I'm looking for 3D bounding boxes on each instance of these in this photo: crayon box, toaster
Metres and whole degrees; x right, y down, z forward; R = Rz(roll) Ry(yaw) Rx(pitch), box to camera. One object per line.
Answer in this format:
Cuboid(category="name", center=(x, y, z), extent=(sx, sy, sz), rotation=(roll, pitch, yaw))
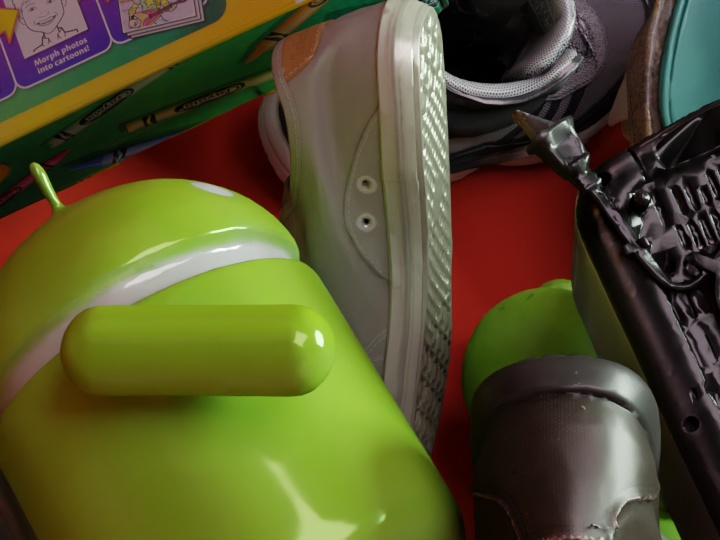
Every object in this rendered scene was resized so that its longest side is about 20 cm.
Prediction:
Cuboid(category="crayon box", center=(-0.085, -0.107, 0.858), extent=(0.200, 0.058, 0.119), rotation=(-24, 71, 7))
Cuboid(category="toaster", center=(0.168, 0.018, 0.782), extent=(0.180, 0.119, 0.200), rotation=(-23, 78, -5))

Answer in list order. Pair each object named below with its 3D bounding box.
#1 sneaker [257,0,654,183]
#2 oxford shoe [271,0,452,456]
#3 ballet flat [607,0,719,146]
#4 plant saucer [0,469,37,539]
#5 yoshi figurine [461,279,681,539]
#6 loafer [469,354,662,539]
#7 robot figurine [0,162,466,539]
Cuboid(category="sneaker", center=(0.063, -0.086, 0.955), extent=(0.200, 0.114, 0.076), rotation=(-23, 83, -35))
Cuboid(category="oxford shoe", center=(0.000, 0.000, 0.849), extent=(0.058, 0.201, 0.075), rotation=(2, 30, 10))
Cuboid(category="ballet flat", center=(0.123, -0.038, 0.959), extent=(0.068, 0.067, 0.201), rotation=(8, 83, -28))
Cuboid(category="plant saucer", center=(-0.177, 0.106, 0.773), extent=(0.200, 0.027, 0.201), rotation=(13, 56, -20))
Cuboid(category="yoshi figurine", center=(0.085, 0.087, 0.871), extent=(0.112, 0.112, 0.200), rotation=(-10, 63, -24))
Cuboid(category="loafer", center=(0.063, 0.116, 0.755), extent=(0.073, 0.200, 0.071), rotation=(-5, 42, 11))
Cuboid(category="robot figurine", center=(-0.045, 0.059, 0.763), extent=(0.115, 0.176, 0.200), rotation=(-31, 70, -3))
